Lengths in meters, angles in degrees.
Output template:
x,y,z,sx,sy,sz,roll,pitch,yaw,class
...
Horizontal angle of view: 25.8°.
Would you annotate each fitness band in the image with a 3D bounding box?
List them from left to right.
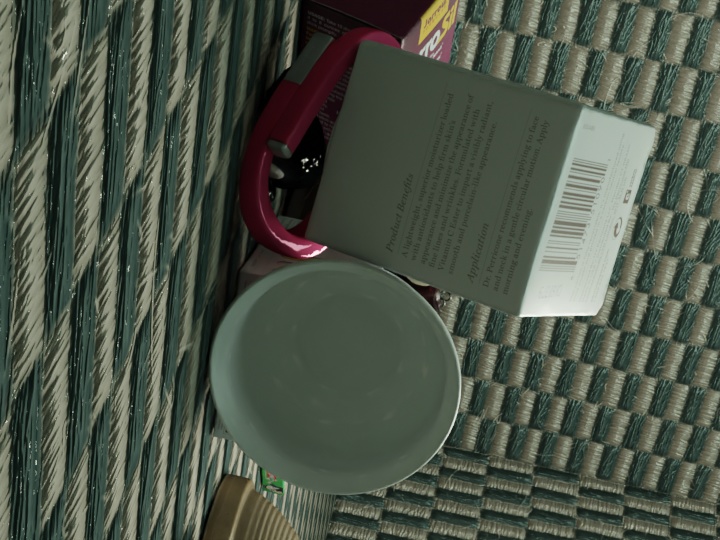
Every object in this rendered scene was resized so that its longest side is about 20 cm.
x,y,z,sx,sy,sz,roll,pitch,yaw,class
-0.025,-0.104,1.252,0.200,0.037,0.144,-58,147,-19,fitness band

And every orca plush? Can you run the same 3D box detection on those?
x,y,z,sx,sy,sz,roll,pitch,yaw,class
-0.039,-0.116,1.325,0.200,0.071,0.105,95,7,-63,orca plush

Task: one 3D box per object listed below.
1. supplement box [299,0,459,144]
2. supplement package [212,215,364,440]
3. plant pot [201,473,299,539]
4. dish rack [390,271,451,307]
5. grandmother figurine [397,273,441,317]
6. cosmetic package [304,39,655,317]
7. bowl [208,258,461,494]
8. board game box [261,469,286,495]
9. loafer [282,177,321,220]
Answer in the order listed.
x,y,z,sx,sy,sz,roll,pitch,yaw,class
0.014,-0.191,1.444,0.131,0.103,0.200,-52,161,-37,supplement box
-0.050,0.055,1.414,0.200,0.111,0.156,-69,170,-73,supplement package
-0.106,0.302,1.505,0.201,0.093,0.201,11,90,-87,plant pot
0.073,-0.008,1.654,0.200,0.054,0.154,-42,153,-53,dish rack
0.049,0.030,1.442,0.200,0.060,0.121,104,-36,-54,grandmother figurine
0.095,-0.070,1.240,0.165,0.200,0.165,2,107,-60,cosmetic package
-0.015,0.071,1.258,0.090,0.201,0.201,-65,167,-67,bowl
-0.083,0.155,1.902,0.135,0.029,0.200,93,10,-63,board game box
-0.031,-0.084,1.563,0.073,0.071,0.200,84,18,-80,loafer
